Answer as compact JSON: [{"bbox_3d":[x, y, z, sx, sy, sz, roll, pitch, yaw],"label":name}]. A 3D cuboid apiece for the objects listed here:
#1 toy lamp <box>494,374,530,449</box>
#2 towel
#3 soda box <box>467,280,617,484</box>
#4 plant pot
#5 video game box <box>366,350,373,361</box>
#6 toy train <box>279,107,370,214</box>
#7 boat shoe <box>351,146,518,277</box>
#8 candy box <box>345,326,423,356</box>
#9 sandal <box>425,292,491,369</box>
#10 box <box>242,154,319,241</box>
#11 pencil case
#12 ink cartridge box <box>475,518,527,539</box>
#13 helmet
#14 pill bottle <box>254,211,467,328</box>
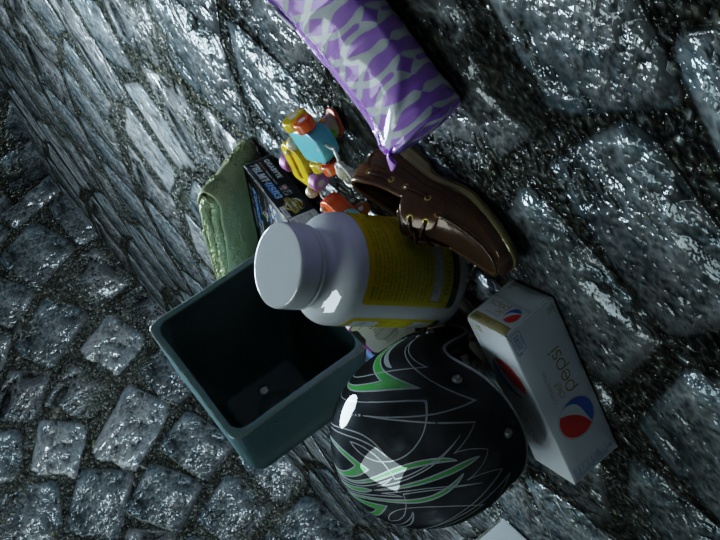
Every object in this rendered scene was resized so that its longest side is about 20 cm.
[{"bbox_3d":[0.170,0.157,1.276,0.058,0.058,0.200,45,163,26],"label":"toy lamp"},{"bbox_3d":[-0.166,-0.066,1.600,0.036,0.149,0.201,9,133,21],"label":"towel"},{"bbox_3d":[0.180,0.111,1.137,0.068,0.064,0.201,27,149,57],"label":"soda box"},{"bbox_3d":[-0.116,0.131,1.450,0.196,0.196,0.201,47,161,28],"label":"plant pot"},{"bbox_3d":[0.023,0.076,1.548,0.201,0.047,0.182,56,162,-7],"label":"video game box"},{"bbox_3d":[-0.025,-0.108,1.287,0.150,0.056,0.200,44,164,13],"label":"toy train"},{"bbox_3d":[0.068,-0.051,1.103,0.200,0.067,0.072,42,161,34],"label":"boat shoe"},{"bbox_3d":[0.037,0.070,1.338,0.200,0.061,0.136,45,-176,-36],"label":"candy box"},{"bbox_3d":[0.084,0.041,1.278,0.200,0.054,0.082,47,164,21],"label":"sandal"},{"bbox_3d":[-0.086,-0.020,1.538,0.199,0.049,0.201,-127,23,-46],"label":"box"},{"bbox_3d":[-0.002,-0.190,0.980,0.200,0.085,0.084,51,166,6],"label":"pencil case"},{"bbox_3d":[0.222,0.501,1.696,0.145,0.144,0.201,37,158,46],"label":"ink cartridge box"},{"bbox_3d":[0.067,0.163,1.156,0.201,0.199,0.191,57,-163,-14],"label":"helmet"},{"bbox_3d":[0.000,0.000,1.138,0.111,0.199,0.112,-5,83,51],"label":"pill bottle"}]
